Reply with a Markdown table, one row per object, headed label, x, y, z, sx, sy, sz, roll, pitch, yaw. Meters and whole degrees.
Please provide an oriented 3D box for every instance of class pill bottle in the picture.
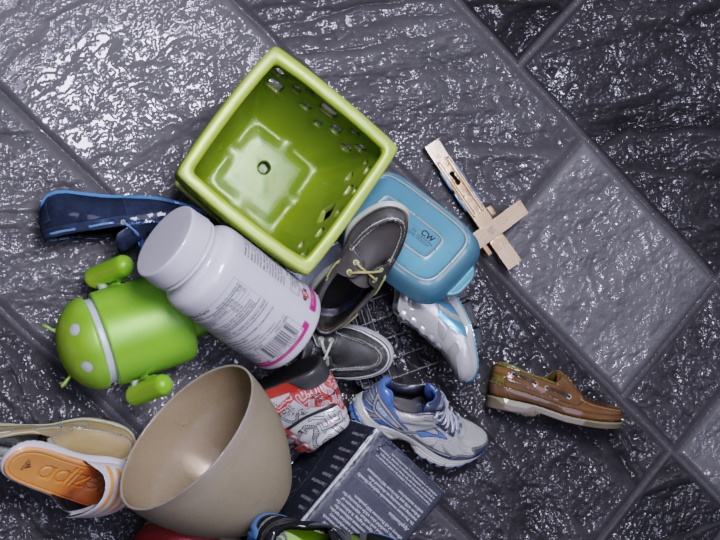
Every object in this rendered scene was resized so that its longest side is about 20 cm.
| label | x | y | z | sx | sy | sz | roll | pitch | yaw |
| --- | --- | --- | --- | --- | --- | --- | --- | --- | --- |
| pill bottle | -0.152 | 0.019 | 1.385 | 0.200 | 0.113 | 0.113 | 39 | 77 | -31 |

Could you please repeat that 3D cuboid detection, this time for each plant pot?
| label | x | y | z | sx | sy | sz | roll | pitch | yaw |
| --- | --- | --- | --- | --- | --- | --- | --- | --- | --- |
| plant pot | -0.105 | -0.124 | 1.463 | 0.199 | 0.181 | 0.200 | 38 | 79 | -12 |
| plant pot | -0.157 | 0.228 | 1.371 | 0.200 | 0.200 | 0.134 | -49 | 117 | -13 |

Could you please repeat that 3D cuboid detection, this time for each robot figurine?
| label | x | y | z | sx | sy | sz | roll | pitch | yaw |
| --- | --- | --- | --- | --- | --- | --- | --- | --- | --- |
| robot figurine | -0.273 | 0.072 | 1.438 | 0.200 | 0.116 | 0.176 | -18 | 88 | -18 |

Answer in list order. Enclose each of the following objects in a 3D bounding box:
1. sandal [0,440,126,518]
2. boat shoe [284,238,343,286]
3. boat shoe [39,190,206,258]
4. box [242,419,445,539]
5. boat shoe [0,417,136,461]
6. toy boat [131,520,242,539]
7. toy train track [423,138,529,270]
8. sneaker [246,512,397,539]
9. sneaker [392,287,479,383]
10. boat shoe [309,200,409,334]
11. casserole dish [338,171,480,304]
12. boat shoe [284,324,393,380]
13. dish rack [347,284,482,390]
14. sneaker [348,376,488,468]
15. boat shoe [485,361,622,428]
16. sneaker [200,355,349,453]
| label | x | y | z | sx | sy | sz | roll | pitch | yaw |
| --- | --- | --- | --- | --- | --- | --- | --- | --- | --- |
| sandal | -0.330 | 0.256 | 1.399 | 0.079 | 0.059 | 0.207 | -48 | 139 | 14 |
| boat shoe | -0.032 | -0.020 | 1.541 | 0.200 | 0.066 | 0.070 | -41 | 103 | -10 |
| boat shoe | -0.289 | -0.049 | 1.462 | 0.199 | 0.084 | 0.069 | 2 | 68 | -3 |
| box | -0.029 | 0.296 | 1.462 | 0.124 | 0.200 | 0.197 | 45 | 77 | -10 |
| boat shoe | -0.366 | 0.215 | 1.427 | 0.200 | 0.076 | 0.072 | -1 | 88 | -17 |
| toy boat | -0.195 | 0.382 | 1.433 | 0.200 | 0.130 | 0.131 | 43 | 49 | -10 |
| toy train track | 0.149 | -0.088 | 1.620 | 0.115 | 0.033 | 0.200 | -35 | 93 | -8 |
| sneaker | -0.026 | 0.316 | 1.315 | 0.199 | 0.083 | 0.071 | 18 | 84 | -16 |
| sneaker | 0.088 | 0.055 | 1.522 | 0.081 | 0.077 | 0.200 | -25 | 87 | -8 |
| boat shoe | 0.000 | 0.000 | 1.425 | 0.072 | 0.201 | 0.061 | 19 | 43 | -19 |
| casserole dish | 0.057 | -0.047 | 1.483 | 0.200 | 0.039 | 0.121 | 39 | 75 | 16 |
| boat shoe | -0.058 | 0.101 | 1.502 | 0.199 | 0.064 | 0.071 | 7 | 96 | 1 |
| dish rack | 0.057 | 0.065 | 1.574 | 0.200 | 0.055 | 0.154 | -19 | 92 | -15 |
| sneaker | 0.089 | 0.191 | 1.543 | 0.200 | 0.085 | 0.077 | 20 | 38 | -24 |
| boat shoe | 0.270 | 0.169 | 1.625 | 0.200 | 0.072 | 0.068 | 12 | 86 | -16 |
| sneaker | -0.113 | 0.187 | 1.483 | 0.201 | 0.067 | 0.108 | -21 | 110 | 14 |
